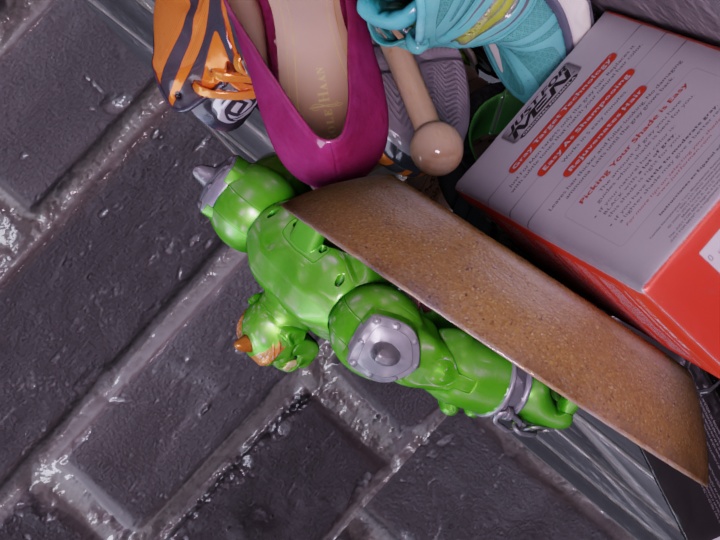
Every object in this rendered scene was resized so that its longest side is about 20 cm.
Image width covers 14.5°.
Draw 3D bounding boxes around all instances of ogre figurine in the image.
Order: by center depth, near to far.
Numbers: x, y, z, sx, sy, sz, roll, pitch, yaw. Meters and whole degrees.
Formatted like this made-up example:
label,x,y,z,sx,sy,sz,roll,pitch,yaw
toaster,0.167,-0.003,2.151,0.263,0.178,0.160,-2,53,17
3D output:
label,x,y,z,sx,sy,sz,roll,pitch,yaw
ogre figurine,0.000,0.000,1.265,0.120,0.098,0.201,9,-132,-52

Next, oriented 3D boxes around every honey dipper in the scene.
label,x,y,z,sx,sy,sz,roll,pitch,yaw
honey dipper,0.008,-0.119,1.219,0.038,0.038,0.200,47,-163,-51

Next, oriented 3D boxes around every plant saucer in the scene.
label,x,y,z,sx,sy,sz,roll,pitch,yaw
plant saucer,0.061,0.015,1.109,0.200,0.036,0.200,33,-179,0

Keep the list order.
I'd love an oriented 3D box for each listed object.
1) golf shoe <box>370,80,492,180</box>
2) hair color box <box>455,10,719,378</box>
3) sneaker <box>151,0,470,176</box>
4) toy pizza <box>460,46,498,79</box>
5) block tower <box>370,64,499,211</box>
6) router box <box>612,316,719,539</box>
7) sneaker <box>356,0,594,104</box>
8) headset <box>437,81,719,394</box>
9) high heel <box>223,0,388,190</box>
label,x,y,z,sx,sy,sz,roll,pitch,yaw
golf shoe,0.050,-0.056,1.428,0.078,0.095,0.200,8,-167,-38
hair color box,0.119,-0.032,1.088,0.061,0.102,0.200,42,178,-22
sneaker,-0.027,-0.092,1.290,0.077,0.112,0.200,0,-136,-38
toy pizza,0.011,-0.155,1.385,0.200,0.032,0.200,43,176,3
block tower,0.033,-0.065,1.343,0.200,0.058,0.054,42,133,18
router box,0.174,0.082,1.487,0.201,0.051,0.149,62,-171,-16
sneaker,0.033,-0.122,1.153,0.077,0.080,0.200,40,176,36
headset,0.119,-0.024,1.235,0.123,0.094,0.200,-10,-132,-36
high heel,-0.030,-0.129,1.160,0.096,0.067,0.201,88,161,-82
